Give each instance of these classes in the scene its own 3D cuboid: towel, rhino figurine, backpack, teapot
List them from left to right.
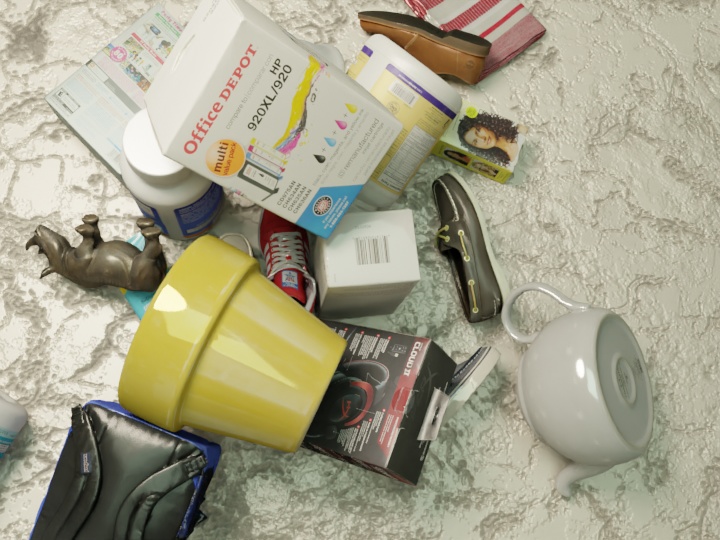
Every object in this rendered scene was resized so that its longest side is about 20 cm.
[{"bbox_3d":[-0.324,-0.019,0.916,0.197,0.060,0.089,4,114,12],"label":"rhino figurine"},{"bbox_3d":[-0.250,0.264,0.821,0.160,0.168,0.202,19,79,7],"label":"backpack"},{"bbox_3d":[0.161,-0.388,1.106,0.143,0.023,0.201,-37,82,-14],"label":"towel"},{"bbox_3d":[0.256,0.143,0.921,0.197,0.145,0.202,41,48,-33],"label":"teapot"}]

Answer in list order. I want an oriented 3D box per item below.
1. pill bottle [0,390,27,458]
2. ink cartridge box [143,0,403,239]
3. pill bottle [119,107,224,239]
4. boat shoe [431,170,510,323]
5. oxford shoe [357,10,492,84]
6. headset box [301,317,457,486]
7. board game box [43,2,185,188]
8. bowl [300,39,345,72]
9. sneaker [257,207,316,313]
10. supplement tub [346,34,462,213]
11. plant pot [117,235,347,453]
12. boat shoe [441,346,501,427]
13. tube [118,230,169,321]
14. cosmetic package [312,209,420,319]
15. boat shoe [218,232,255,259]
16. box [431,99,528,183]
[{"bbox_3d":[-0.474,0.219,0.838,0.110,0.111,0.201,30,74,2],"label":"pill bottle"},{"bbox_3d":[-0.092,-0.158,0.759,0.199,0.145,0.148,26,108,-34],"label":"ink cartridge box"},{"bbox_3d":[-0.225,-0.117,0.903,0.110,0.200,0.114,2,75,-6],"label":"pill bottle"},{"bbox_3d":[0.134,-0.032,0.987,0.060,0.072,0.204,-19,81,-15],"label":"boat shoe"},{"bbox_3d":[0.081,-0.315,1.060,0.198,0.072,0.071,25,34,14],"label":"oxford shoe"},{"bbox_3d":[0.010,0.148,0.867,0.198,0.075,0.150,6,66,39],"label":"headset box"},{"bbox_3d":[-0.287,-0.232,0.997,0.148,0.064,0.200,44,77,5],"label":"board game box"},{"bbox_3d":[-0.113,-0.207,0.931,0.090,0.200,0.204,24,71,-35],"label":"bowl"},{"bbox_3d":[-0.092,-0.009,0.935,0.070,0.113,0.203,-6,77,-6],"label":"sneaker"},{"bbox_3d":[0.018,-0.172,0.943,0.145,0.145,0.201,37,103,4],"label":"supplement tub"},{"bbox_3d":[-0.123,0.093,0.798,0.187,0.201,0.203,25,74,1],"label":"plant pot"},{"bbox_3d":[0.081,0.147,0.935,0.093,0.075,0.200,43,76,11],"label":"boat shoe"},{"bbox_3d":[-0.251,0.045,0.943,0.077,0.050,0.201,-30,75,-14],"label":"tube"},{"bbox_3d":[0.000,0.000,0.898,0.106,0.200,0.086,-4,78,-9],"label":"cosmetic package"},{"bbox_3d":[-0.154,0.053,0.950,0.066,0.057,0.203,-3,81,-14],"label":"boat shoe"},{"bbox_3d":[0.126,-0.197,1.040,0.198,0.050,0.076,22,75,0],"label":"box"}]
